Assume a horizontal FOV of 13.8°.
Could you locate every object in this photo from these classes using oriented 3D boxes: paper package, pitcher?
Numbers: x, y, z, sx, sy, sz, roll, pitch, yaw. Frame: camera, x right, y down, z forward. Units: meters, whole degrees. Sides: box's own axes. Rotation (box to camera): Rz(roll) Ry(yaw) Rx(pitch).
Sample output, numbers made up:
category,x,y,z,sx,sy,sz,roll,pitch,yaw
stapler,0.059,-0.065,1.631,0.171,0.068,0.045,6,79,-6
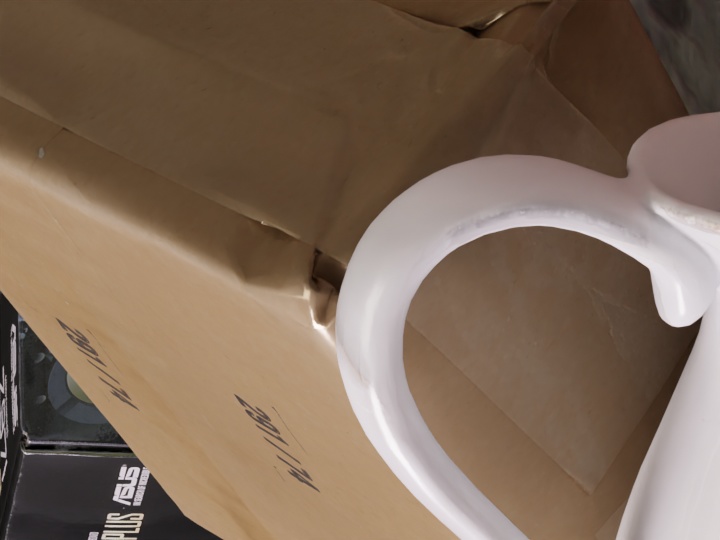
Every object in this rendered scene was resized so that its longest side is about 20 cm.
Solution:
category,x,y,z,sx,sy,sz,roll,pitch,yaw
paper package,0.000,0.000,0.705,0.190,0.104,0.200,25,160,42
pitcher,0.083,0.059,0.603,0.121,0.171,0.201,-114,18,-62

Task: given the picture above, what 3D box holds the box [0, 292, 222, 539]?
category,x,y,z,sx,sy,sz,roll,pitch,yaw
box,-0.090,0.010,1.080,0.164,0.086,0.201,114,156,-60
